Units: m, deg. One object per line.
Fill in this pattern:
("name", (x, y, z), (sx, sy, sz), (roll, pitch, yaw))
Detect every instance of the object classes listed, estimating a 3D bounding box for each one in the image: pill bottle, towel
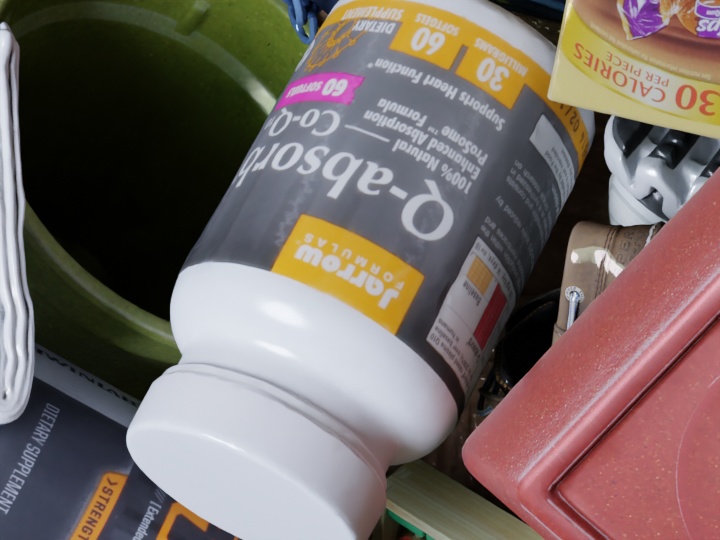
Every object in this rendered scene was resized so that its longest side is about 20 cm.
("pill bottle", (0.000, 0.000, 0.852), (0.116, 0.116, 0.200), (9, 60, 35))
("towel", (-0.164, -0.006, 0.879), (0.200, 0.024, 0.147), (162, 106, -64))
("pill bottle", (-0.074, 0.118, 0.906), (0.200, 0.106, 0.106), (30, 118, -12))

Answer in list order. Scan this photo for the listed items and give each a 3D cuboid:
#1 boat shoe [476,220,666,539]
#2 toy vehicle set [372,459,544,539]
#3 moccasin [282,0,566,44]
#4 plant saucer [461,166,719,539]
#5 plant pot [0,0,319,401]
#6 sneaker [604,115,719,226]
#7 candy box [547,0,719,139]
("boat shoe", (0.085, 0.041, 0.868), (0.072, 0.072, 0.200), (23, 141, 3))
("toy vehicle set", (0.088, 0.169, 0.915), (0.200, 0.027, 0.124), (29, 139, 30))
("moccasin", (0.001, -0.126, 0.921), (0.200, 0.080, 0.068), (3, 93, 19))
("plant saucer", (0.160, 0.070, 0.759), (0.200, 0.037, 0.200), (41, 117, 1))
("plant pot", (-0.115, -0.012, 0.992), (0.184, 0.200, 0.201), (-41, 71, 44))
("sneaker", (0.179, 0.002, 0.847), (0.200, 0.075, 0.081), (29, 138, 23))
("candy box", (0.174, -0.096, 0.779), (0.200, 0.056, 0.117), (14, 115, 7))
